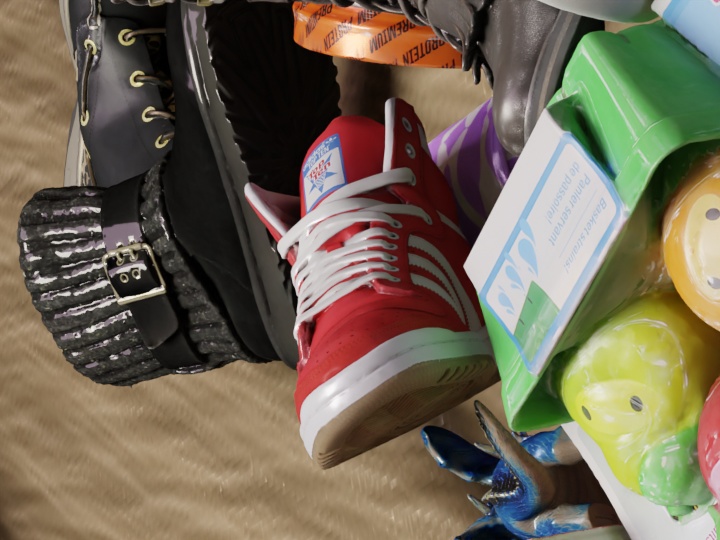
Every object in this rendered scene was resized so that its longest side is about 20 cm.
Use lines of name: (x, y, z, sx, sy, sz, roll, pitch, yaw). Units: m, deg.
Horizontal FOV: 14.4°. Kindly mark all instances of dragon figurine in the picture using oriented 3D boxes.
dragon figurine: (0.056, 0.082, 1.047, 0.099, 0.200, 0.059, -10, 82, 25)

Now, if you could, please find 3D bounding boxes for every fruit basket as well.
fruit basket: (0.112, 0.029, 0.846, 0.201, 0.093, 0.186, 65, 145, 33)

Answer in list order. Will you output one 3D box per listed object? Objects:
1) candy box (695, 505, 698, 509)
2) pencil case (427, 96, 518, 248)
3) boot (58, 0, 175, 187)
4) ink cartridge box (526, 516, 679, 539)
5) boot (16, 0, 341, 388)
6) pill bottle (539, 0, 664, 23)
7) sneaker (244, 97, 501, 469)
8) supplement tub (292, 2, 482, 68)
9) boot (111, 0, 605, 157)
candy box: (0.162, 0.017, 0.911, 0.137, 0.061, 0.201, 60, 142, 44)
pencil case: (0.047, -0.019, 1.127, 0.200, 0.084, 0.086, -33, 23, 58)
boot: (-0.091, -0.083, 1.418, 0.154, 0.073, 0.205, 38, 129, 54)
ink cartridge box: (0.038, 0.178, 0.983, 0.200, 0.083, 0.146, -24, 76, 48)
boot: (-0.088, -0.045, 1.297, 0.157, 0.079, 0.213, 0, 107, 37)
pill bottle: (0.091, -0.183, 0.849, 0.114, 0.113, 0.201, 55, 129, 48)
sneaker: (0.000, 0.000, 0.983, 0.113, 0.071, 0.200, 62, -169, 4)
supplement tub: (0.028, -0.185, 1.107, 0.122, 0.122, 0.202, 26, 115, 61)
boot: (-0.003, -0.102, 0.983, 0.201, 0.173, 0.070, -85, -7, -50)
